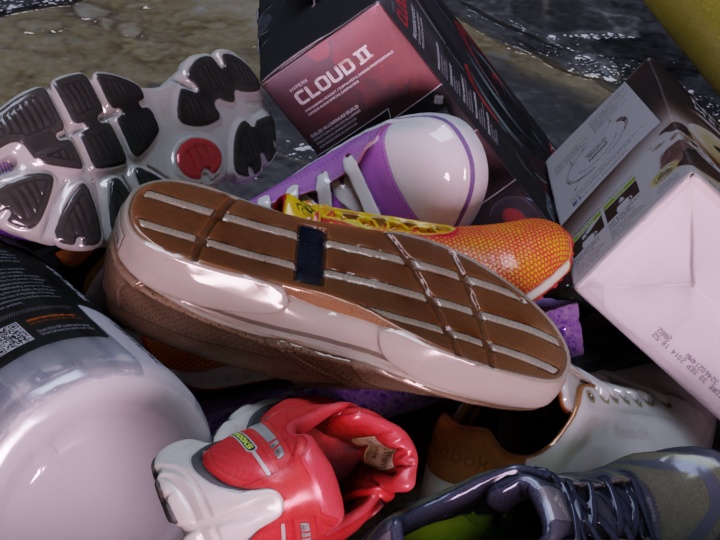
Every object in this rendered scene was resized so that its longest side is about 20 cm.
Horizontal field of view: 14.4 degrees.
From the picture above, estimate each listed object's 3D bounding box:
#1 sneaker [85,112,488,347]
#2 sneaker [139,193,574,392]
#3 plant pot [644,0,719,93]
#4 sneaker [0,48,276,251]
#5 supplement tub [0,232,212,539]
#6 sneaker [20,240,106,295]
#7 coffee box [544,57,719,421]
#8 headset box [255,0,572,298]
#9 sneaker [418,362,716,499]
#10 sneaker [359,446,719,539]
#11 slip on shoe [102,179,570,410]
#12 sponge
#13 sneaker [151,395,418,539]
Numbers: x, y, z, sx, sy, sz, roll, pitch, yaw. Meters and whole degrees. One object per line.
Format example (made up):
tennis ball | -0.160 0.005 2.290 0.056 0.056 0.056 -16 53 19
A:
sneaker | -0.040 -0.008 1.311 0.200 0.073 0.114 -30 -9 25
sneaker | 0.000 0.000 1.257 0.200 0.077 0.073 -12 12 -14
plant pot | 0.267 -0.106 1.424 0.187 0.187 0.200 -14 66 -32
sneaker | -0.116 -0.043 1.295 0.083 0.081 0.200 -26 -5 33
supplement tub | -0.159 0.054 1.209 0.122 0.123 0.200 -13 31 -30
sneaker | -0.209 0.009 1.330 0.200 0.090 0.070 -12 30 -30
coffee box | 0.159 -0.015 1.356 0.113 0.080 0.200 41 14 -13
headset box | 0.023 -0.083 1.426 0.075 0.200 0.149 -34 22 13
sneaker | 0.100 0.065 1.264 0.073 0.085 0.200 19 27 32
sneaker | 0.079 0.111 1.149 0.200 0.081 0.074 -16 67 -27
slip on shoe | -0.012 0.023 1.199 0.200 0.061 0.076 16 38 -8
sponge | -0.010 0.046 1.301 0.200 0.030 0.112 -15 13 -26
sneaker | -0.014 0.085 1.136 0.085 0.077 0.200 -20 1 13
